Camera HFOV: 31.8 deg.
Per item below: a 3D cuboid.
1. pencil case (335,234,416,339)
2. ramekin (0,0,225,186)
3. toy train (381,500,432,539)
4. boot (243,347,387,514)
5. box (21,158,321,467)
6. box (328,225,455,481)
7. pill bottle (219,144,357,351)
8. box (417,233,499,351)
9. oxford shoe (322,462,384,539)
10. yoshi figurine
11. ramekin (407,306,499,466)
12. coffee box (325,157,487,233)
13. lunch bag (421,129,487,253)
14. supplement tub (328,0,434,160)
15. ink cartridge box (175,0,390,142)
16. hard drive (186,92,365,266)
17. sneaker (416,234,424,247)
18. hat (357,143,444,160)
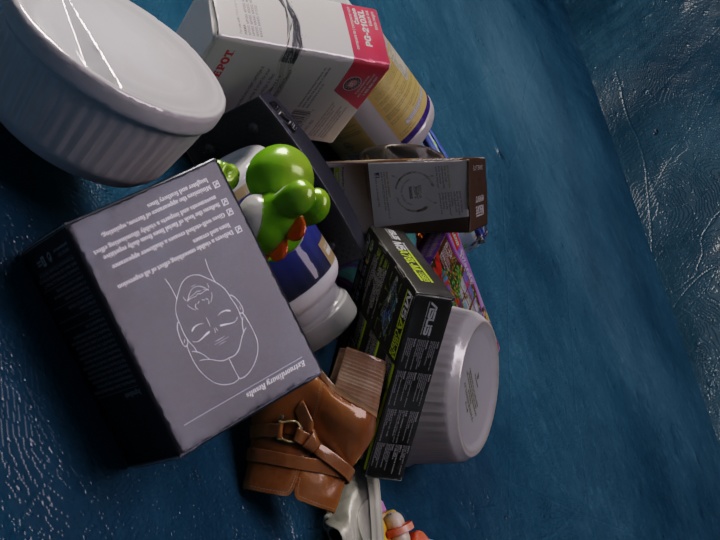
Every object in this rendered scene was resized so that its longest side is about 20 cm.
[{"bbox_3d":[0.000,0.000,1.476,0.085,0.092,0.200,32,35,3],"label":"pencil case"},{"bbox_3d":[-0.223,-0.156,1.066,0.202,0.094,0.202,32,23,-16],"label":"ramekin"},{"bbox_3d":[0.054,0.323,1.330,0.150,0.056,0.200,57,24,-18],"label":"toy train"},{"bbox_3d":[-0.085,0.130,1.189,0.077,0.200,0.155,143,-34,-79],"label":"boot"},{"bbox_3d":[-0.152,0.035,1.026,0.148,0.107,0.200,-28,93,-34],"label":"box"},{"bbox_3d":[0.024,0.078,1.283,0.047,0.200,0.193,9,18,-20],"label":"box"},{"bbox_3d":[-0.093,-0.015,1.272,0.200,0.116,0.116,58,24,-19],"label":"pill bottle"},{"bbox_3d":[0.120,0.053,1.619,0.137,0.039,0.200,-61,133,-58],"label":"box"},{"bbox_3d":[-0.009,0.239,1.274,0.200,0.058,0.075,-94,-174,-49],"label":"oxford shoe"},{"bbox_3d":[-0.107,-0.047,1.146,0.112,0.200,0.112,-24,88,-57],"label":"yoshi figurine"},{"bbox_3d":[0.094,0.131,1.462,0.202,0.094,0.203,4,90,-68],"label":"ramekin"},{"bbox_3d":[0.033,-0.083,1.400,0.114,0.200,0.080,-24,112,-73],"label":"coffee box"},{"bbox_3d":[0.098,-0.115,1.763,0.200,0.082,0.161,60,3,17],"label":"lunch bag"},{"bbox_3d":[-0.011,-0.239,1.638,0.200,0.145,0.145,50,27,-33],"label":"supplement tub"},{"bbox_3d":[-0.094,-0.218,1.337,0.200,0.145,0.084,5,58,-29],"label":"ink cartridge box"},{"bbox_3d":[-0.087,-0.085,1.324,0.200,0.135,0.042,57,39,-17],"label":"hard drive"},{"bbox_3d":[0.058,-0.029,1.669,0.078,0.077,0.200,65,21,4],"label":"sneaker"},{"bbox_3d":[0.054,-0.116,1.572,0.201,0.200,0.081,20,80,-60],"label":"hat"}]
